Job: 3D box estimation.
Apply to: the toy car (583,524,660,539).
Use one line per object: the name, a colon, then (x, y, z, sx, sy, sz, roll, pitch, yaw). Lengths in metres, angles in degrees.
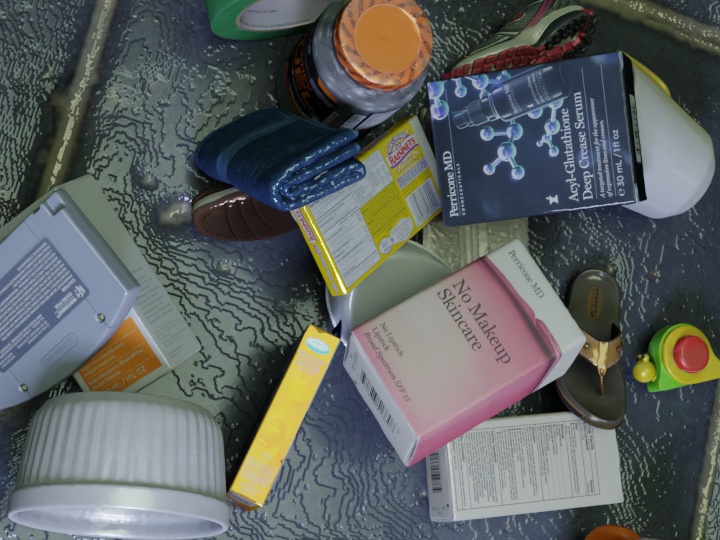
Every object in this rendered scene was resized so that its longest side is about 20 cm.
toy car: (0.295, 0.359, 1.366, 0.201, 0.174, 0.150, 55, 34, -3)

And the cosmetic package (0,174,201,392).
cosmetic package: (-0.253, 0.023, 1.237, 0.101, 0.071, 0.201, -32, 92, 23)

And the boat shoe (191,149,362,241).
boat shoe: (-0.080, -0.085, 1.348, 0.200, 0.075, 0.075, -9, 50, -14)

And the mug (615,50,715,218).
mug: (0.318, -0.150, 1.446, 0.152, 0.149, 0.188, 28, 80, -21)

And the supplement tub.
supplement tub: (-0.005, -0.205, 1.311, 0.121, 0.200, 0.124, 3, 80, -18)

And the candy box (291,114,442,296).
candy box: (0.016, -0.068, 1.300, 0.200, 0.026, 0.103, -40, 110, -41)

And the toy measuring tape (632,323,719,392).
toy measuring tape: (0.393, 0.088, 1.471, 0.198, 0.074, 0.074, -10, 85, -20)

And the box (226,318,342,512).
box: (-0.075, 0.136, 1.277, 0.041, 0.119, 0.201, 25, 74, -4)

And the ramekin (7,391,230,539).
ramekin: (-0.216, 0.180, 1.189, 0.198, 0.200, 0.106, 9, 70, -17)

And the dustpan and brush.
dustpan and brush: (0.000, 0.000, 1.343, 0.140, 0.057, 0.200, -47, 123, -2)

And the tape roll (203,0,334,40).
tape roll: (-0.060, -0.288, 1.305, 0.199, 0.200, 0.049, -14, 85, -20)

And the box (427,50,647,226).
box: (0.181, -0.131, 1.320, 0.198, 0.107, 0.150, -7, 92, 18)

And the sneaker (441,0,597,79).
sneaker: (0.169, -0.244, 1.445, 0.199, 0.081, 0.075, -29, 53, -25)

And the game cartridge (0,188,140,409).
game cartridge: (-0.297, 0.035, 1.198, 0.200, 0.042, 0.133, -39, 94, 25)

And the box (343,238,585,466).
box: (0.100, 0.081, 1.284, 0.199, 0.109, 0.128, -29, 73, -15)

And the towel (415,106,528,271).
towel: (0.124, -0.079, 1.423, 0.131, 0.034, 0.202, 2, 81, -17)

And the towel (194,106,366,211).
towel: (-0.085, -0.115, 1.275, 0.111, 0.200, 0.049, -27, 118, -21)

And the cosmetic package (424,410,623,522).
cosmetic package: (0.171, 0.205, 1.375, 0.198, 0.071, 0.106, -1, 80, -19)

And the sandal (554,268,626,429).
sandal: (0.256, 0.075, 1.399, 0.081, 0.055, 0.201, 15, 56, -2)
